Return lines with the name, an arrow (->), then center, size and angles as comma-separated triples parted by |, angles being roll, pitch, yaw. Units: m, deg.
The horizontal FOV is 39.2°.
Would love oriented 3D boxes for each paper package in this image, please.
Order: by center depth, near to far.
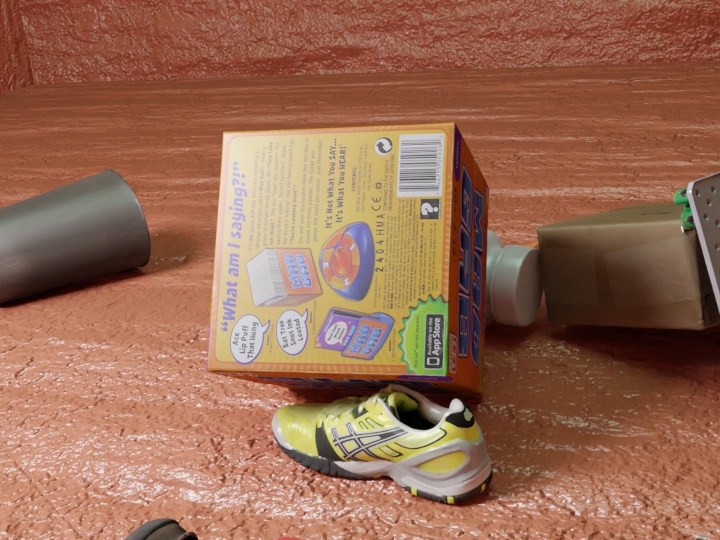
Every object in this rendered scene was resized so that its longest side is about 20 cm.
paper package -> 0.308, -0.010, 1.011 | 0.190, 0.104, 0.199 | -13, 6, -35

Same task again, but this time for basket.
basket -> -0.401, -0.039, 1.321 | 0.199, 0.137, 0.180 | -21, 21, -29

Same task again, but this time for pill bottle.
pill bottle -> 0.090, 0.005, 1.084 | 0.199, 0.112, 0.111 | 8, 24, 30

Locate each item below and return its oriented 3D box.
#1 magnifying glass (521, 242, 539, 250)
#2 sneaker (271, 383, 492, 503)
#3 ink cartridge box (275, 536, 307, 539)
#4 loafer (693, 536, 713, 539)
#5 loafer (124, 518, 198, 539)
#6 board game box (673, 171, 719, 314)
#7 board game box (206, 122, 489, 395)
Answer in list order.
magnifying glass -> 0.180, -0.018, 1.164 | 0.079, 0.023, 0.200 | -3, 0, -8
sneaker -> 0.015, 0.125, 0.823 | 0.199, 0.077, 0.075 | 5, 23, 29
ink cartridge box -> 0.016, 0.222, 0.565 | 0.199, 0.068, 0.116 | 5, 21, 26
loafer -> 0.222, 0.194, 0.585 | 0.198, 0.069, 0.076 | -4, 20, 3
loafer -> -0.127, 0.228, 0.604 | 0.070, 0.074, 0.200 | 8, 26, 5
board game box -> 0.373, -0.001, 0.913 | 0.199, 0.202, 0.026 | -18, 3, -34
board game box -> 0.000, 0.000, 0.886 | 0.198, 0.202, 0.200 | 0, -10, 15
